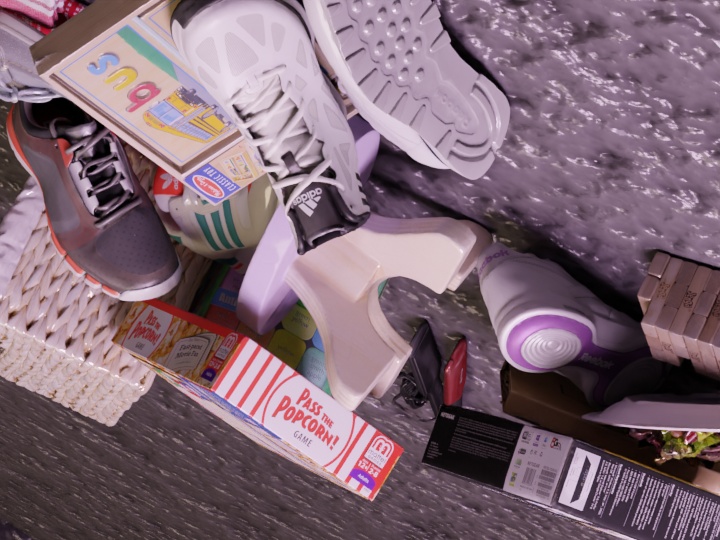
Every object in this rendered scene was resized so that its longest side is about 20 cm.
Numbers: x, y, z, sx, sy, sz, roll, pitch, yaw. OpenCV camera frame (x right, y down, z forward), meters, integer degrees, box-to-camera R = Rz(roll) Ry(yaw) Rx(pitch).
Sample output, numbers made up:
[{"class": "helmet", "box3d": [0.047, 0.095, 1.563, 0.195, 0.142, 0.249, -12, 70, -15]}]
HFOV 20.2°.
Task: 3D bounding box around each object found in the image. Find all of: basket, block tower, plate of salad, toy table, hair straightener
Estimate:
[{"class": "basket", "box3d": [-0.216, 0.000, 1.608, 0.160, 0.201, 0.198, 29, 161, -8]}, {"class": "block tower", "box3d": [0.275, 0.050, 1.297, 0.199, 0.054, 0.058, 18, 159, 27]}, {"class": "plate of salad", "box3d": [0.249, 0.110, 1.372, 0.198, 0.048, 0.200, 1, 180, 0]}, {"class": "toy table", "box3d": [0.000, 0.000, 1.377, 0.117, 0.184, 0.200, 36, 153, 8]}, {"class": "hair straightener", "box3d": [0.055, 0.091, 1.722, 0.077, 0.041, 0.200, 23, 164, 14]}]

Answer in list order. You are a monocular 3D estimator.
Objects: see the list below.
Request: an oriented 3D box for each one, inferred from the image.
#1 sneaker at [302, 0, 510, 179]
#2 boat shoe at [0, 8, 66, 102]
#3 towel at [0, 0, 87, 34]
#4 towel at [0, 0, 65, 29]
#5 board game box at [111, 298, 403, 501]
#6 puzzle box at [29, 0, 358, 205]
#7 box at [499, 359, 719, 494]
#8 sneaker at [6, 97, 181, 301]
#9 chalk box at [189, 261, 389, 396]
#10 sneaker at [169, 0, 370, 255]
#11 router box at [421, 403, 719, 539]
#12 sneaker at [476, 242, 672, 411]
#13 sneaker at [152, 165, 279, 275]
[{"class": "sneaker", "box3d": [0.010, -0.125, 1.198, 0.080, 0.077, 0.200, 23, 160, 42]}, {"class": "boat shoe", "box3d": [-0.268, -0.151, 1.421, 0.201, 0.065, 0.074, 22, 176, 24]}, {"class": "towel", "box3d": [-0.212, -0.160, 1.469, 0.199, 0.023, 0.145, 29, 159, -1]}, {"class": "towel", "box3d": [-0.258, -0.244, 1.311, 0.146, 0.030, 0.200, 25, 154, 5]}, {"class": "board game box", "box3d": [-0.078, 0.088, 1.445, 0.151, 0.046, 0.200, 38, 170, -27]}, {"class": "puzzle box", "box3d": [-0.092, -0.118, 1.229, 0.200, 0.133, 0.026, 36, -153, -54]}, {"class": "box", "box3d": [0.197, 0.118, 1.490, 0.199, 0.021, 0.164, 22, -172, 0]}, {"class": "sneaker", "box3d": [-0.197, -0.066, 1.453, 0.200, 0.077, 0.082, 52, 154, 20]}, {"class": "chalk box", "box3d": [-0.067, 0.035, 1.604, 0.124, 0.124, 0.200, 30, 160, -9]}, {"class": "sneaker", "box3d": [-0.038, -0.083, 1.180, 0.201, 0.075, 0.116, 50, -167, -57]}, {"class": "router box", "box3d": [0.151, 0.148, 1.401, 0.148, 0.051, 0.200, 23, 174, -23]}, {"class": "sneaker", "box3d": [0.154, 0.034, 1.420, 0.200, 0.075, 0.100, 29, -153, -48]}, {"class": "sneaker", "box3d": [-0.101, -0.053, 1.442, 0.093, 0.071, 0.200, 18, 162, -10]}]
